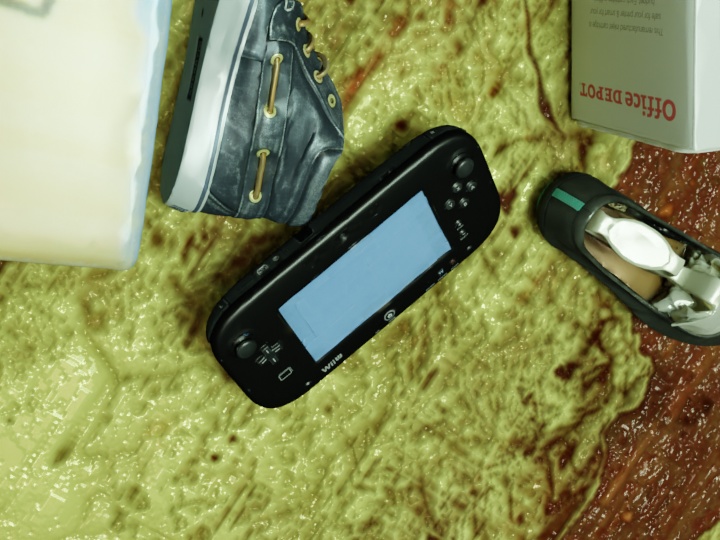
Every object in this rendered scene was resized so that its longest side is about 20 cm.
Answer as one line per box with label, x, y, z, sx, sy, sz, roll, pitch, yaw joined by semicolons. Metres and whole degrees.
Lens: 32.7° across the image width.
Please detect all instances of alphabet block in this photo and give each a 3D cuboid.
alphabet block;-0.202;-0.118;0.564;0.198;0.196;0.197;6;100;-20

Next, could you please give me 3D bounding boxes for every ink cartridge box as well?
ink cartridge box;0.188;-0.181;0.712;0.085;0.148;0.202;-9;107;-16

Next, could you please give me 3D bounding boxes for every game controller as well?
game controller;0.000;0.000;0.735;0.200;0.042;0.105;-39;133;-6

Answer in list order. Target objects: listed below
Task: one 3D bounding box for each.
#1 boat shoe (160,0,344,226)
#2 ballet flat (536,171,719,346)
boat shoe;-0.048;-0.124;0.689;0.090;0.071;0.202;10;107;-22
ballet flat;0.199;0.004;0.803;0.199;0.068;0.068;27;93;-23
